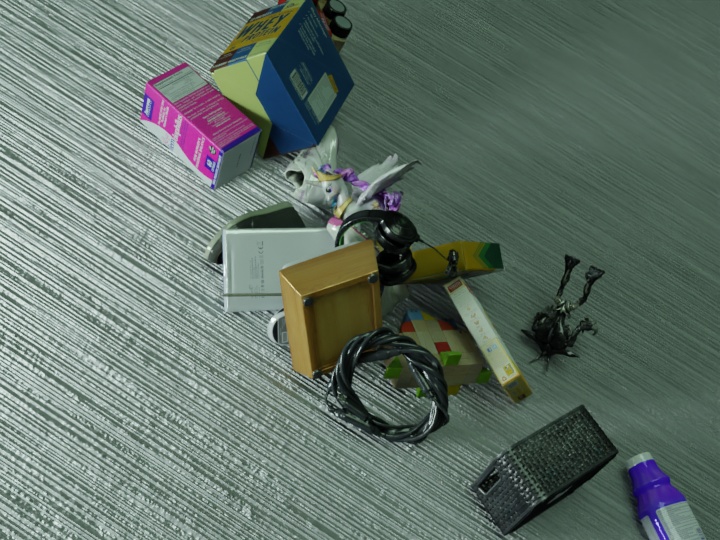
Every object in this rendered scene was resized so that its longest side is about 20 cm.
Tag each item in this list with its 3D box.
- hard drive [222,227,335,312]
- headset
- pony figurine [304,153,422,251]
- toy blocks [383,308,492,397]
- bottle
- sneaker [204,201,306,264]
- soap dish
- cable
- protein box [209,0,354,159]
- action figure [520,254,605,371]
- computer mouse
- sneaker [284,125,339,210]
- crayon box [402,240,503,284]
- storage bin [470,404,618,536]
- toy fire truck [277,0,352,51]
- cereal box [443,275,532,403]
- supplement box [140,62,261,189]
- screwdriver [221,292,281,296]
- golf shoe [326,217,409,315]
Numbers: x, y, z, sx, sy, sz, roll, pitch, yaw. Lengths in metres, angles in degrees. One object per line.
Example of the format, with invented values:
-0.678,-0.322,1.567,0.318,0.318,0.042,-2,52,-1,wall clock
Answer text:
-0.128,-0.003,1.568,0.197,0.025,0.134,-2,91,-23,hard drive
0.055,-0.026,1.489,0.197,0.125,0.094,5,36,7,headset
0.016,-0.116,1.660,0.191,0.166,0.202,-24,100,-14,pony figurine
0.109,0.124,1.580,0.197,0.101,0.138,-1,43,-22,toy blocks
0.493,0.395,1.535,0.082,0.066,0.202,-6,57,-26,bottle
-0.160,-0.041,1.596,0.199,0.075,0.106,-29,69,-37,sneaker
-0.038,0.065,1.465,0.155,0.202,0.081,-18,39,-16,soap dish
0.052,0.182,1.468,0.198,0.165,0.051,25,5,-4,cable
-0.138,-0.353,1.739,0.200,0.133,0.201,59,39,-32,protein box
0.366,0.082,1.687,0.118,0.202,0.102,26,5,31,action figure
-0.059,0.070,1.548,0.197,0.111,0.044,-8,37,-17,computer mouse
-0.090,-0.206,1.748,0.098,0.075,0.202,8,52,-17,sneaker
0.148,-0.012,1.607,0.199,0.124,0.052,-1,80,-61,crayon box
0.285,0.309,1.469,0.198,0.136,0.094,-22,65,-33,storage bin
-0.142,-0.515,1.947,0.198,0.129,0.178,4,52,-31,toy fire truck
0.215,0.116,1.591,0.039,0.144,0.202,-31,65,6,cereal box
-0.287,-0.259,1.693,0.200,0.102,0.103,43,52,13,supplement box
-0.130,0.035,1.541,0.197,0.028,0.029,4,59,-22,screwdriver
0.000,0.000,1.582,0.092,0.075,0.200,-46,115,-11,golf shoe
